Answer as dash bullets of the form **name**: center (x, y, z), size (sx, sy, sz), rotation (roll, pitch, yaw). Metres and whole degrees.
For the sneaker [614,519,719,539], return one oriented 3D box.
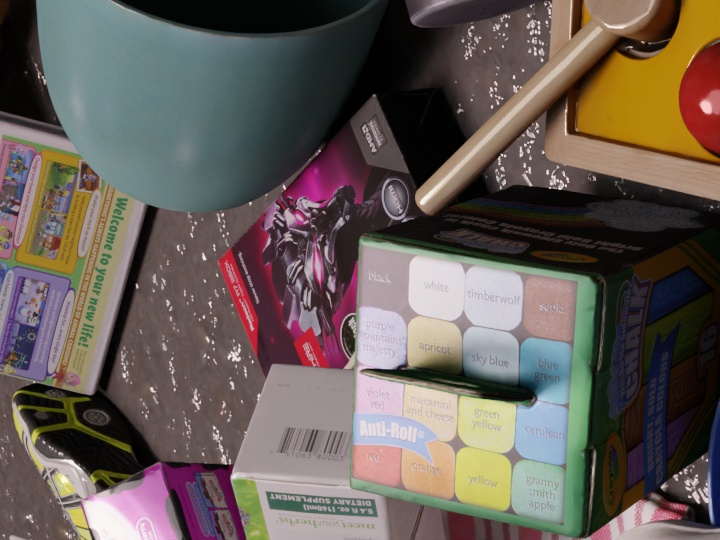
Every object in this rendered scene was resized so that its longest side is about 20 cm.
- **sneaker**: center (0.133, 0.155, 0.981), size (0.200, 0.085, 0.073), rotation (-39, 69, 61)

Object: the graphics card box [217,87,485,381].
- **graphics card box**: center (0.000, 0.000, 1.210), size (0.200, 0.051, 0.126), rotation (-42, 64, 47)

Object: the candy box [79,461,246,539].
- **candy box**: center (-0.068, 0.183, 1.213), size (0.061, 0.200, 0.137), rotation (-25, 74, 21)

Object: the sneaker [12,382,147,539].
- **sneaker**: center (-0.187, 0.151, 1.464), size (0.200, 0.075, 0.077), rotation (46, 130, 39)

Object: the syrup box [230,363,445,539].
- **syrup box**: center (-0.004, 0.146, 1.100), size (0.079, 0.082, 0.200), rotation (4, 134, 15)

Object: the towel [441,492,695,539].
- **towel**: center (0.100, 0.173, 1.132), size (0.200, 0.030, 0.147), rotation (15, 108, 51)

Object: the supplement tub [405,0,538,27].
- **supplement tub**: center (0.039, -0.228, 1.066), size (0.107, 0.107, 0.200), rotation (-18, 83, 52)

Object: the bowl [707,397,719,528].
- **bowl**: center (0.238, 0.106, 0.930), size (0.200, 0.039, 0.201), rotation (15, 109, 50)

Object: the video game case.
- **video game case**: center (-0.246, -0.017, 1.439), size (0.022, 0.182, 0.200), rotation (-88, 15, -57)

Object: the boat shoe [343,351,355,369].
- **boat shoe**: center (0.007, 0.095, 1.179), size (0.200, 0.072, 0.060), rotation (124, 161, -51)

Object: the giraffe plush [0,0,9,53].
- **giraffe plush**: center (-0.287, -0.089, 1.493), size (0.162, 0.200, 0.173), rotation (41, 148, 5)

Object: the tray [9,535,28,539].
- **tray**: center (-0.163, 0.234, 1.439), size (0.200, 0.022, 0.107), rotation (6, 142, 52)

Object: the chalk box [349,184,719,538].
- **chalk box**: center (0.075, 0.042, 0.976), size (0.125, 0.200, 0.124), rotation (11, 107, 30)

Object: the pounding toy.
- **pounding toy**: center (0.142, -0.104, 0.928), size (0.200, 0.142, 0.185), rotation (18, 110, 49)

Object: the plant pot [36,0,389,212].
- **plant pot**: center (-0.089, -0.131, 1.191), size (0.201, 0.200, 0.161), rotation (51, 144, 33)
